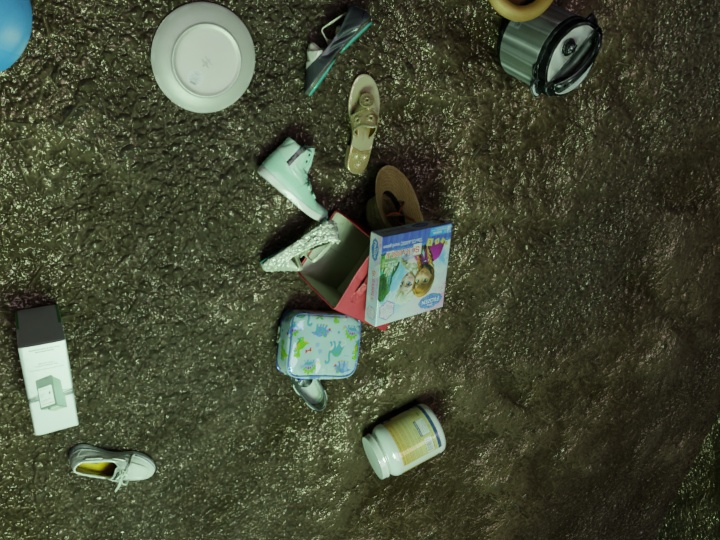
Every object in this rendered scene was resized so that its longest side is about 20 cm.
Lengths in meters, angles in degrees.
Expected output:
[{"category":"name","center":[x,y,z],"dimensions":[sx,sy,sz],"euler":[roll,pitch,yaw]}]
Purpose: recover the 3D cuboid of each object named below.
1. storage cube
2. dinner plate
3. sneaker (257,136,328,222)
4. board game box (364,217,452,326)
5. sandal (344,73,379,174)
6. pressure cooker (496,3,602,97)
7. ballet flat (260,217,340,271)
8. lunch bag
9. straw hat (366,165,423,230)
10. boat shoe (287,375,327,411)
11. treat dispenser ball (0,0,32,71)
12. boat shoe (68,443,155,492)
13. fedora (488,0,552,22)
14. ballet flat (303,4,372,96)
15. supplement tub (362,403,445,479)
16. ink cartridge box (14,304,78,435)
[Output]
[{"category":"storage cube","center":[0.000,0.000,1.558],"dimensions":[0.179,0.200,0.172],"euler":[27,100,-43]},{"category":"dinner plate","center":[-0.289,-0.393,1.295],"dimensions":[0.198,0.024,0.203],"euler":[-13,121,-22]},{"category":"sneaker","center":[-0.111,-0.193,1.468],"dimensions":[0.119,0.074,0.200],"euler":[-50,129,-1]},{"category":"board game box","center":[0.103,0.002,1.481],"dimensions":[0.198,0.041,0.202],"euler":[-14,118,-35]},{"category":"sandal","center":[0.015,-0.304,1.480],"dimensions":[0.077,0.070,0.214],"euler":[-4,117,-27]},{"category":"pressure cooker","center":[0.418,-0.478,1.516],"dimensions":[0.177,0.200,0.178],"euler":[-16,132,-32]},{"category":"ballet flat","center":[-0.128,-0.038,1.504],"dimensions":[0.199,0.072,0.072],"euler":[-32,129,14]},{"category":"lunch bag","center":[-0.100,0.177,1.638],"dimensions":[0.198,0.082,0.163],"euler":[5,90,-33]},{"category":"straw hat","center":[0.059,-0.129,1.583],"dimensions":[0.084,0.203,0.201],"euler":[-17,138,34]},{"category":"boat shoe","center":[-0.134,0.266,1.702],"dimensions":[0.075,0.060,0.201],"euler":[-37,127,-6]},{"category":"treat dispenser ball","center":[-0.590,-0.385,1.018],"dimensions":[0.198,0.201,0.203],"euler":[-13,121,-23]},{"category":"boat shoe","center":[-0.548,0.447,1.552],"dimensions":[0.201,0.086,0.075],"euler":[28,100,-36]},{"category":"fedora","center":[0.327,-0.625,1.464],"dimensions":[0.198,0.082,0.204],"euler":[-2,98,-17]},{"category":"ballet flat","center":[-0.062,-0.442,1.374],"dimensions":[0.200,0.073,0.073],"euler":[-48,128,9]},{"category":"supplement tub","center":[0.118,0.469,1.897],"dimensions":[0.198,0.144,0.146],"euler":[-23,124,-17]},{"category":"ink cartridge box","center":[-0.609,0.191,1.347],"dimensions":[0.083,0.146,0.203],"euler":[-10,120,-25]}]
